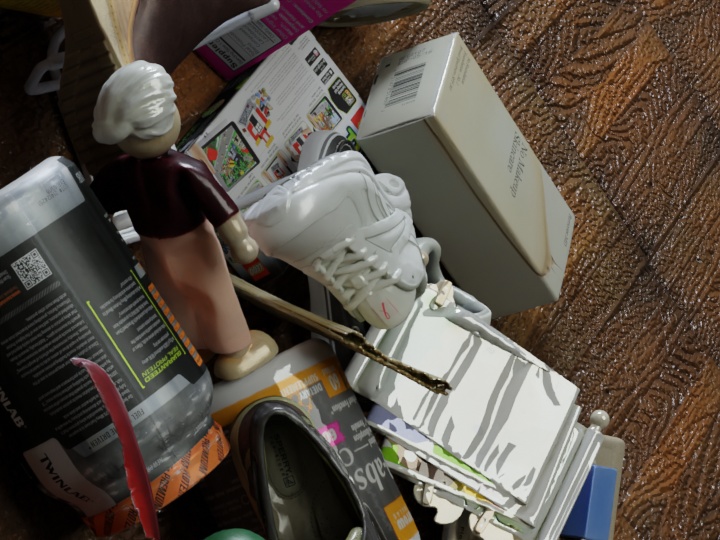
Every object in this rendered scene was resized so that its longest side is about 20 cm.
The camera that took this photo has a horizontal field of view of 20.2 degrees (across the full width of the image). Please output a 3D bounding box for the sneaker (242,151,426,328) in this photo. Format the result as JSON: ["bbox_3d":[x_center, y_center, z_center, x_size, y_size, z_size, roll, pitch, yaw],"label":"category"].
[{"bbox_3d":[-0.002,-0.013,1.266,0.100,0.078,0.200,63,21,13],"label":"sneaker"}]

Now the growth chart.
[{"bbox_3d":[0.075,0.101,1.372,0.200,0.018,0.145,39,73,-8],"label":"growth chart"}]

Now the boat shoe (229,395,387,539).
[{"bbox_3d":[-0.020,0.168,1.181,0.200,0.073,0.065,60,-4,1],"label":"boat shoe"}]

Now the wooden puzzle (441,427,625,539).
[{"bbox_3d":[0.130,0.201,1.440,0.200,0.046,0.186,16,79,-46],"label":"wooden puzzle"}]

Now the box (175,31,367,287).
[{"bbox_3d":[-0.060,-0.087,1.448,0.110,0.035,0.200,52,38,-15],"label":"box"}]

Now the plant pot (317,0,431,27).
[{"bbox_3d":[-0.005,-0.293,1.539,0.187,0.187,0.201,-5,85,-51],"label":"plant pot"}]

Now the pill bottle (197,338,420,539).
[{"bbox_3d":[-0.031,0.153,1.273,0.116,0.116,0.201,-24,87,-53],"label":"pill bottle"}]

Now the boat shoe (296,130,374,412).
[{"bbox_3d":[0.000,0.000,1.401,0.070,0.066,0.201,11,75,-61],"label":"boat shoe"}]

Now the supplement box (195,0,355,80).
[{"bbox_3d":[-0.049,-0.236,1.415,0.103,0.200,0.101,44,42,-25],"label":"supplement box"}]

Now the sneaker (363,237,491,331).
[{"bbox_3d":[0.060,0.068,1.443,0.078,0.099,0.201,-30,92,-53],"label":"sneaker"}]

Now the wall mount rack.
[{"bbox_3d":[-0.117,-0.092,1.318,0.173,0.075,0.201,-17,79,-29],"label":"wall mount rack"}]

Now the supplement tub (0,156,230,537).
[{"bbox_3d":[-0.168,0.046,1.170,0.200,0.122,0.123,58,37,-6],"label":"supplement tub"}]

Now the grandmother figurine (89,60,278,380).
[{"bbox_3d":[-0.113,-0.031,1.194,0.061,0.121,0.201,-60,144,-50],"label":"grandmother figurine"}]

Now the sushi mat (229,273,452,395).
[{"bbox_3d":[-0.031,0.034,1.306,0.096,0.200,0.012,31,85,-37],"label":"sushi mat"}]

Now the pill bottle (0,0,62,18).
[{"bbox_3d":[-0.210,-0.220,1.288,0.200,0.111,0.111,4,66,-49],"label":"pill bottle"}]

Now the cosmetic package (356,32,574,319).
[{"bbox_3d":[0.083,-0.069,1.545,0.200,0.073,0.104,52,36,-32],"label":"cosmetic package"}]

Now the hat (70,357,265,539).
[{"bbox_3d":[-0.082,0.162,1.151,0.165,0.200,0.177,-6,65,-19],"label":"hat"}]

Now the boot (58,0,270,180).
[{"bbox_3d":[-0.112,-0.153,1.263,0.166,0.072,0.201,-21,104,-43],"label":"boot"}]
